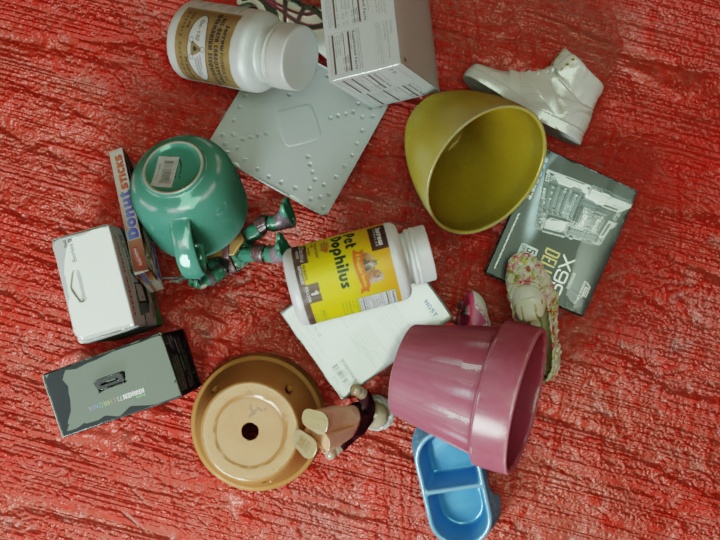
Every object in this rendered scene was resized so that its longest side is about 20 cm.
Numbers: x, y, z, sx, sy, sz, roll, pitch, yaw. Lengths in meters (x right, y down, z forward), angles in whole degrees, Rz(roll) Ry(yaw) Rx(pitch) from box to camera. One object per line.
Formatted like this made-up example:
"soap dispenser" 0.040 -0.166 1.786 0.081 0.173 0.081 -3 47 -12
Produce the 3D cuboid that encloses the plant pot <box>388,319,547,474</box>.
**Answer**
"plant pot" 0.141 0.155 1.590 0.177 0.200 0.202 12 89 18

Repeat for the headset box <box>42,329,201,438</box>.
"headset box" -0.329 0.154 1.643 0.173 0.200 0.094 -19 89 1

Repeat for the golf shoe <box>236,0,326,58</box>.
"golf shoe" -0.092 -0.355 1.714 0.088 0.077 0.200 -42 80 -1

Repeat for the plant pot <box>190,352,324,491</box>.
"plant pot" -0.151 0.221 1.670 0.198 0.140 0.202 0 90 1

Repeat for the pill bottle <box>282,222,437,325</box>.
"pill bottle" 0.000 0.000 1.611 0.198 0.109 0.110 -15 89 0

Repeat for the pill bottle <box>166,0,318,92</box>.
"pill bottle" -0.164 -0.311 1.654 0.199 0.114 0.115 15 89 30

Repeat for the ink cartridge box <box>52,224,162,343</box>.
"ink cartridge box" -0.349 0.021 1.644 0.083 0.200 0.147 -16 88 1

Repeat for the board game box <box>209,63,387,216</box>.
"board game box" -0.091 -0.206 1.711 0.199 0.026 0.201 29 74 1

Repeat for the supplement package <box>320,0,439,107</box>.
"supplement package" 0.026 -0.351 1.645 0.110 0.156 0.202 -9 80 23

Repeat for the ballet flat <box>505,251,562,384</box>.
"ballet flat" 0.249 0.073 1.672 0.075 0.064 0.202 -10 112 18

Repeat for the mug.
"mug" -0.232 -0.100 1.616 0.152 0.115 0.185 -38 59 -11

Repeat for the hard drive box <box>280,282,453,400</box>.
"hard drive box" 0.009 0.064 1.702 0.199 0.077 0.156 -36 89 0

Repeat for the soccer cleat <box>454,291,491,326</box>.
"soccer cleat" 0.182 0.130 1.709 0.085 0.070 0.202 0 95 -8

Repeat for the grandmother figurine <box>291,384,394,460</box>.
"grandmother figurine" -0.016 0.215 1.651 0.061 0.199 0.122 44 116 23

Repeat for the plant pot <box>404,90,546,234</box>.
"plant pot" 0.142 -0.174 1.660 0.200 0.200 0.142 -41 47 0

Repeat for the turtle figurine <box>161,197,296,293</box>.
"turtle figurine" -0.193 -0.040 1.695 0.198 0.101 0.151 -10 69 18

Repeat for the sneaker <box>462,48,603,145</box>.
"sneaker" 0.255 -0.278 1.713 0.199 0.074 0.116 26 88 -9

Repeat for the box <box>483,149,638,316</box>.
"box" 0.290 -0.055 1.714 0.157 0.050 0.201 25 90 1

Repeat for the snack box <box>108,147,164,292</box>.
"snack box" -0.319 -0.072 1.676 0.024 0.072 0.202 -17 67 1

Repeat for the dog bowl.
"dog bowl" 0.135 0.303 1.684 0.110 0.050 0.202 -10 102 13
